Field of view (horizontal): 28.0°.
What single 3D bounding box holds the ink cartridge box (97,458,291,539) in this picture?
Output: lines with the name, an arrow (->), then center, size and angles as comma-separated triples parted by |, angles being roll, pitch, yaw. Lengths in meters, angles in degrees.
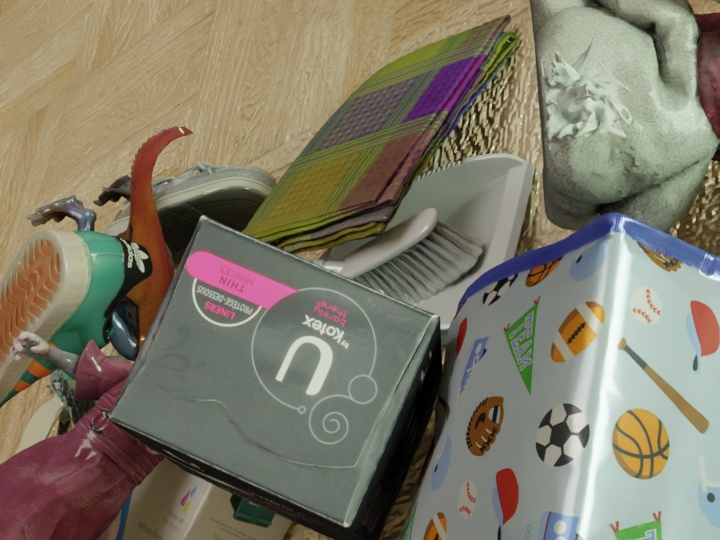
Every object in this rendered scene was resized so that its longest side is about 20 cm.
ink cartridge box -> -0.079, 0.101, 0.891 | 0.116, 0.067, 0.200 | 16, 77, 56

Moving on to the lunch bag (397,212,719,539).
lunch bag -> 0.086, 0.089, 0.631 | 0.200, 0.124, 0.171 | -27, 45, 59

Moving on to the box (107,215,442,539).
box -> -0.032, 0.065, 0.722 | 0.200, 0.122, 0.106 | 77, -144, -76

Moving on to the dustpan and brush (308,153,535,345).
dustpan and brush -> 0.000, 0.000, 0.854 | 0.200, 0.057, 0.140 | -26, 32, 39

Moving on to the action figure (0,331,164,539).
action figure -> -0.138, 0.107, 0.833 | 0.200, 0.149, 0.134 | -44, 39, -12

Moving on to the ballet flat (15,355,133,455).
ballet flat -> -0.199, 0.134, 0.956 | 0.074, 0.074, 0.200 | -112, 35, -51

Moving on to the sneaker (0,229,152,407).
sneaker -> -0.206, 0.041, 0.945 | 0.200, 0.080, 0.072 | -39, 61, 40

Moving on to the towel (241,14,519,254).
towel -> 0.010, -0.080, 0.907 | 0.143, 0.023, 0.200 | -15, 32, 45

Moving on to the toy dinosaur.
toy dinosaur -> -0.159, 0.032, 0.984 | 0.200, 0.105, 0.182 | -38, 75, 52

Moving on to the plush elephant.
plush elephant -> 0.160, -0.090, 0.674 | 0.200, 0.154, 0.165 | -64, -32, -78

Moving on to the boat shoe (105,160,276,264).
boat shoe -> -0.127, -0.050, 1.073 | 0.202, 0.074, 0.065 | -18, 54, 54
